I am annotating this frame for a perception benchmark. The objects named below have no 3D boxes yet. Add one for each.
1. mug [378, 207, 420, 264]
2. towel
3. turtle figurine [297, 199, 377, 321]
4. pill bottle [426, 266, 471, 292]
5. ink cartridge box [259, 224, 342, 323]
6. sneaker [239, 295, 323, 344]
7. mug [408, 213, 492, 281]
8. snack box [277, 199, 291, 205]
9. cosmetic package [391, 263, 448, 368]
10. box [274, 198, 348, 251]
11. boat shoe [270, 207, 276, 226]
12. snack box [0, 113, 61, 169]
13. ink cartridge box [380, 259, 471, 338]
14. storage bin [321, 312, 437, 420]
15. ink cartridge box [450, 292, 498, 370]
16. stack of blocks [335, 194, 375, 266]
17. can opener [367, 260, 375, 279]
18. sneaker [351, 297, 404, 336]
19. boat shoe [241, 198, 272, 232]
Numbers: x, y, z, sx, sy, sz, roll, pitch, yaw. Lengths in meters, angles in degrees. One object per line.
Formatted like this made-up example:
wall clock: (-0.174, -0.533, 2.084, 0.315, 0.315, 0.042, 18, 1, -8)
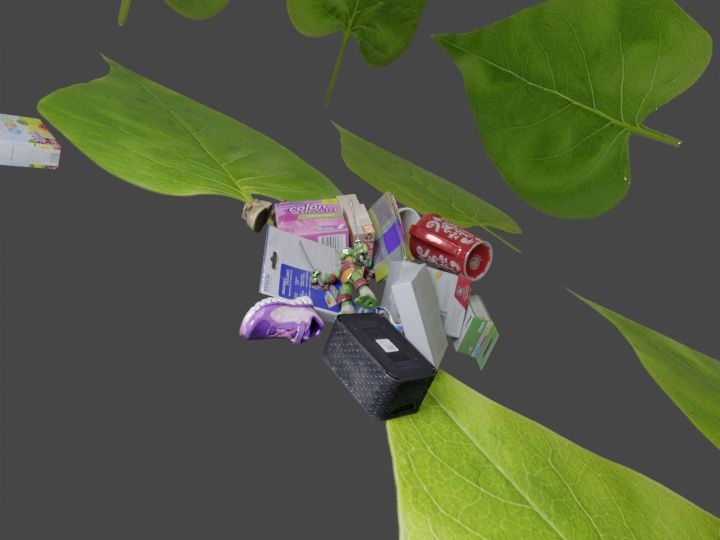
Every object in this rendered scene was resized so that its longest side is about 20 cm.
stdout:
mug: (0.074, -0.082, 1.537, 0.151, 0.192, 0.147, 8, 14, 44)
towel: (0.060, -0.085, 1.426, 0.022, 0.143, 0.205, 2, 65, -37)
turtle figurine: (-0.045, 0.001, 1.162, 0.141, 0.202, 0.197, -16, 48, 0)
pill bottle: (0.197, 0.049, 1.483, 0.197, 0.113, 0.112, 7, 27, -37)
ink cartridge box: (-0.132, 0.009, 1.239, 0.196, 0.047, 0.201, 17, 47, -19)
sneaker: (-0.143, 0.106, 1.064, 0.088, 0.081, 0.198, 44, 28, 26)
mug: (0.223, -0.052, 1.431, 0.174, 0.137, 0.199, -14, 29, -33)
snack box: (-0.161, -0.162, 1.710, 0.197, 0.025, 0.072, 26, 24, 5)
cosmetic package: (0.134, 0.104, 1.205, 0.051, 0.205, 0.151, -13, 10, 20)
box: (-0.128, -0.096, 1.412, 0.171, 0.099, 0.201, -6, 30, -9)
boat shoe: (-0.166, -0.148, 1.610, 0.196, 0.071, 0.071, -12, 55, -34)
snack box: (-0.843, -0.312, 1.297, 0.198, 0.069, 0.168, -6, 37, -48)
ink cartridge box: (0.156, 0.068, 1.331, 0.196, 0.149, 0.083, 15, -2, -21)
storage bin: (0.033, 0.177, 1.055, 0.133, 0.095, 0.200, 2, 30, -43)
ink cartridge box: (0.273, 0.142, 1.360, 0.058, 0.106, 0.201, 18, 23, -11)
stack of blocks: (-0.018, -0.118, 1.458, 0.057, 0.117, 0.202, -7, 44, -13)
can opener: (0.000, 0.000, 1.476, 0.196, 0.068, 0.053, -1, 36, -32)
sneaker: (0.027, 0.107, 1.227, 0.199, 0.078, 0.075, 37, 27, 33)
boat shoe: (-0.293, -0.154, 1.508, 0.065, 0.076, 0.200, 18, 12, -4)
